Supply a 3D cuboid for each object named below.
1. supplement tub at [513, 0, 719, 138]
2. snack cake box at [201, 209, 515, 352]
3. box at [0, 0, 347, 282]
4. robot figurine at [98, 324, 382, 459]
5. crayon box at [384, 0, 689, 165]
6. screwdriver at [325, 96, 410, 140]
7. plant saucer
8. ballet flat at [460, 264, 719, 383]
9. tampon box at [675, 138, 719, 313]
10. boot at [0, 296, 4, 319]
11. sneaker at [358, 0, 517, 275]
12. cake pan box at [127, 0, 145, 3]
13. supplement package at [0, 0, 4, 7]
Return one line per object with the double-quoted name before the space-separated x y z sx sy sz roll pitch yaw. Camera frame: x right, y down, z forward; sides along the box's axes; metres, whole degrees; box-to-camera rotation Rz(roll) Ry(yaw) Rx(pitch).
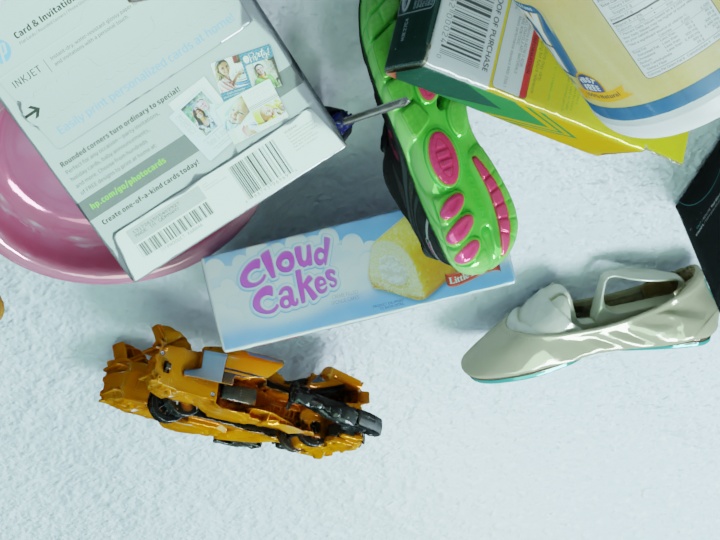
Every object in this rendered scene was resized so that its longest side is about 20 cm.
"supplement tub" 0.143 -0.188 0.963 0.144 0.145 0.200 -31 118 19
"snack cake box" 0.000 0.000 1.200 0.199 0.068 0.115 -14 -179 1
"box" -0.125 -0.116 1.035 0.156 0.041 0.200 -33 114 3
"robot figurine" -0.082 0.094 1.305 0.199 0.058 0.145 16 160 -28
"crayon box" 0.120 -0.149 1.070 0.199 0.128 0.051 19 170 -29
"screwdriver" -0.003 -0.097 1.082 0.028 0.029 0.200 10 171 -17
"plant saucer" -0.159 -0.076 1.134 0.200 0.051 0.201 -7 137 -7
"ballet flat" 0.170 0.034 1.327 0.199 0.070 0.070 -11 137 -5
"tampon box" 0.355 -0.038 1.240 0.199 0.127 0.150 7 134 -21
"boot" -0.338 -0.006 1.157 0.200 0.071 0.144 9 153 0
"sneaker" 0.034 -0.092 1.097 0.077 0.201 0.084 -17 -174 -29
"cake pan box" -0.036 -0.244 0.935 0.199 0.052 0.185 -17 142 -31
"supplement package" -0.247 -0.247 0.889 0.199 0.111 0.156 19 128 -28
